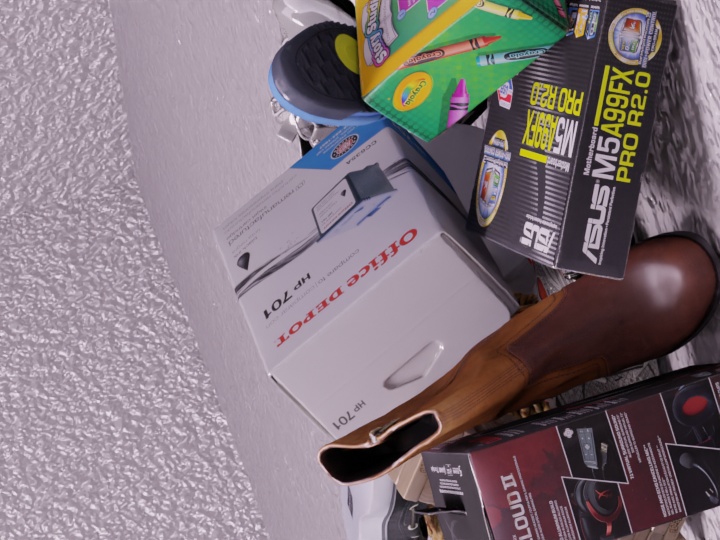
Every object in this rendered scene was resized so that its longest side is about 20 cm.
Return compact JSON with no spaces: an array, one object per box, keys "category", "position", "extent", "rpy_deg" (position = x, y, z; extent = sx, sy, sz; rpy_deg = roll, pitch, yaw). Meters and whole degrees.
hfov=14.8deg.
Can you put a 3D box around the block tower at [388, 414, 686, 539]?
[{"category":"block tower","position":[0.117,0.130,1.745],"extent":[0.058,0.200,0.054],"rpy_deg":[-66,25,16]}]

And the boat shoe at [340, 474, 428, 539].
[{"category":"boat shoe","position":[0.020,0.138,1.830],"extent":[0.200,0.056,0.069],"rpy_deg":[95,160,-65]}]

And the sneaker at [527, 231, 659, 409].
[{"category":"sneaker","position":[0.143,0.019,1.740],"extent":[0.082,0.078,0.201],"rpy_deg":[132,122,-77]}]

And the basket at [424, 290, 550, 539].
[{"category":"basket","position":[0.096,0.098,1.906],"extent":[0.200,0.142,0.149],"rpy_deg":[81,164,-46]}]

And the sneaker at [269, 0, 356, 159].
[{"category":"sneaker","position":[-0.025,-0.120,1.875],"extent":[0.075,0.082,0.200],"rpy_deg":[38,166,30]}]

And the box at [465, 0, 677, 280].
[{"category":"box","position":[0.120,-0.087,1.628],"extent":[0.200,0.044,0.161],"rpy_deg":[-147,68,-76]}]

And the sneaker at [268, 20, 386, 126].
[{"category":"sneaker","position":[-0.009,-0.111,1.679],"extent":[0.066,0.078,0.200],"rpy_deg":[57,-150,4]}]

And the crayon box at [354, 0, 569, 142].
[{"category":"crayon box","position":[0.055,-0.189,1.653],"extent":[0.058,0.119,0.200],"rpy_deg":[30,-142,-32]}]

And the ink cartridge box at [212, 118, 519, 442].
[{"category":"ink cartridge box","position":[0.000,0.000,1.774],"extent":[0.086,0.146,0.200],"rpy_deg":[47,-171,-28]}]

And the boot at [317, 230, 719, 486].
[{"category":"boot","position":[0.092,0.048,1.577],"extent":[0.188,0.200,0.069],"rpy_deg":[-22,90,40]}]

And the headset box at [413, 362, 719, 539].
[{"category":"headset box","position":[0.130,0.115,1.599],"extent":[0.149,0.199,0.075],"rpy_deg":[159,94,-81]}]

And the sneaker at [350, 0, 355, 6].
[{"category":"sneaker","position":[0.039,-0.158,1.788],"extent":[0.200,0.073,0.072],"rpy_deg":[32,179,12]}]

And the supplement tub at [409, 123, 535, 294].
[{"category":"supplement tub","position":[0.056,-0.011,1.981],"extent":[0.200,0.145,0.145],"rpy_deg":[104,149,-70]}]

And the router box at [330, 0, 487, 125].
[{"category":"router box","position":[0.021,-0.167,1.941],"extent":[0.149,0.051,0.200],"rpy_deg":[43,176,7]}]
